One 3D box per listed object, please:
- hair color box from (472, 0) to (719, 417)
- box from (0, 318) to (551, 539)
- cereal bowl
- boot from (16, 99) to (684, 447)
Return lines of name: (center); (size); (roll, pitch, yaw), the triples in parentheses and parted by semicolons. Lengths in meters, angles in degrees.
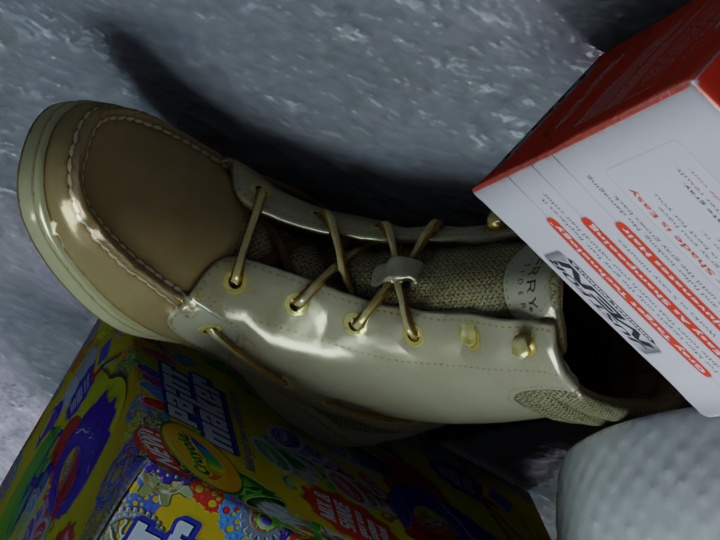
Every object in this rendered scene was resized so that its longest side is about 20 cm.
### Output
hair color box: (0.105, -0.019, 0.683); (0.102, 0.061, 0.200); (44, 168, -5)
box: (-0.030, 0.124, 0.962); (0.192, 0.122, 0.200); (28, -168, -15)
cereal bowl: (0.163, 0.111, 0.890); (0.200, 0.083, 0.200); (3, 160, 1)
boot: (0.000, 0.000, 0.865); (0.155, 0.073, 0.200); (-4, 148, 42)
